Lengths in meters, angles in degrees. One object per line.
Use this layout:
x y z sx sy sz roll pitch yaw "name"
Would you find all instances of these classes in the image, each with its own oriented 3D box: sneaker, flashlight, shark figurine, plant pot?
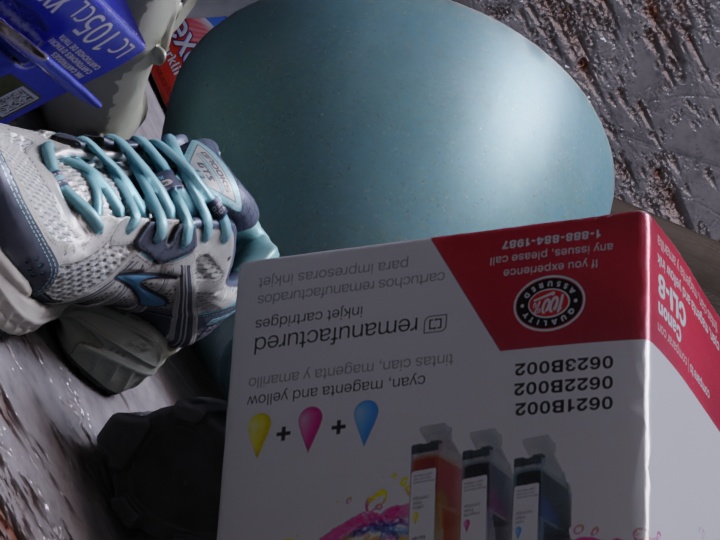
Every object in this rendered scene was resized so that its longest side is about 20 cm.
-0.085 -0.022 0.845 0.078 0.086 0.200 64 7 17 "sneaker"
-0.035 0.079 0.925 0.200 0.067 0.068 15 61 -80 "flashlight"
-0.106 -0.108 0.964 0.089 0.215 0.128 25 47 -4 "shark figurine"
0.000 0.000 1.063 0.200 0.199 0.135 57 34 -38 "plant pot"

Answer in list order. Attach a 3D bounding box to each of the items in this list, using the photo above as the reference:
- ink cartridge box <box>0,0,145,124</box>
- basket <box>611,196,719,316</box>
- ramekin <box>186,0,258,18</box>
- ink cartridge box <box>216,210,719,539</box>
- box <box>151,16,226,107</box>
-0.149 -0.138 0.866 0.201 0.076 0.136 67 9 20 "ink cartridge box"
0.089 0.024 1.281 0.199 0.181 0.136 32 27 13 "basket"
-0.068 -0.205 1.194 0.201 0.199 0.105 -107 -174 -53 "ramekin"
0.044 0.108 0.811 0.145 0.145 0.201 50 38 -57 "ink cartridge box"
-0.059 -0.123 1.327 0.201 0.099 0.095 64 8 10 "box"
